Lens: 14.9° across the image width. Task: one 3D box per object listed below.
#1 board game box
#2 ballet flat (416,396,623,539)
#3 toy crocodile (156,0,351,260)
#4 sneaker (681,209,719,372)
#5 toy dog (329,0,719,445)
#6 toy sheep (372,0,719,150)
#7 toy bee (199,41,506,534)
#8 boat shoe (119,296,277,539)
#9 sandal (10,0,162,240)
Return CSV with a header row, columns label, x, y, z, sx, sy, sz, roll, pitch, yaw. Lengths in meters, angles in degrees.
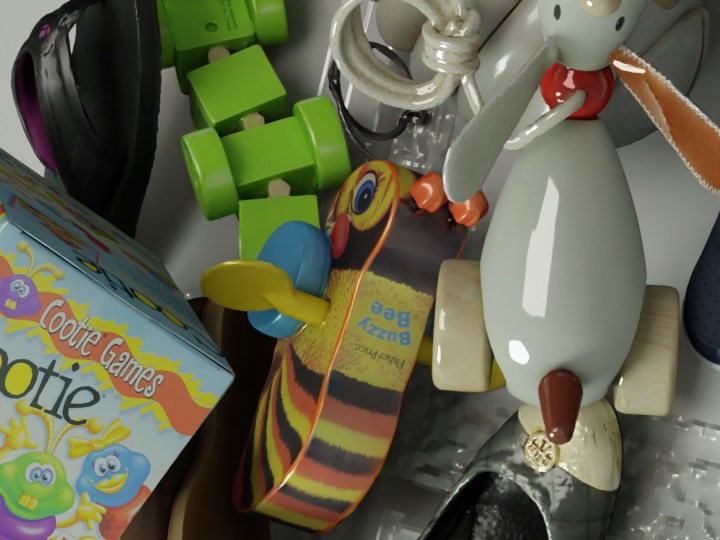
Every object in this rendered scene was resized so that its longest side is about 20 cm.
label,x,y,z,sx,sy,sz,roll,pitch,yaw
board game box,-0.132,0.030,1.063,0.103,0.105,0.200,-54,16,3
ballet flat,0.036,0.127,1.066,0.066,0.057,0.200,45,111,33
toy crocodile,-0.054,-0.075,1.179,0.067,0.062,0.200,-17,63,-10
sneaker,0.162,-0.052,0.979,0.070,0.108,0.200,46,109,33
toy dog,0.071,-0.020,0.972,0.132,0.200,0.096,-15,26,9
toy sheep,0.072,-0.112,1.048,0.200,0.138,0.138,47,110,10
toy bee,0.000,0.000,1.071,0.109,0.131,0.201,-15,80,61
boat shoe,-0.075,0.095,1.120,0.070,0.070,0.200,-18,39,20
sandal,-0.122,-0.056,1.176,0.075,0.048,0.201,47,137,45
